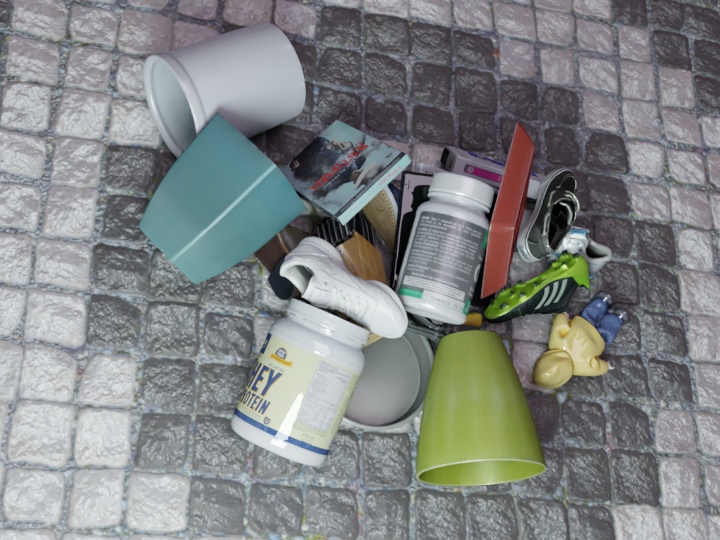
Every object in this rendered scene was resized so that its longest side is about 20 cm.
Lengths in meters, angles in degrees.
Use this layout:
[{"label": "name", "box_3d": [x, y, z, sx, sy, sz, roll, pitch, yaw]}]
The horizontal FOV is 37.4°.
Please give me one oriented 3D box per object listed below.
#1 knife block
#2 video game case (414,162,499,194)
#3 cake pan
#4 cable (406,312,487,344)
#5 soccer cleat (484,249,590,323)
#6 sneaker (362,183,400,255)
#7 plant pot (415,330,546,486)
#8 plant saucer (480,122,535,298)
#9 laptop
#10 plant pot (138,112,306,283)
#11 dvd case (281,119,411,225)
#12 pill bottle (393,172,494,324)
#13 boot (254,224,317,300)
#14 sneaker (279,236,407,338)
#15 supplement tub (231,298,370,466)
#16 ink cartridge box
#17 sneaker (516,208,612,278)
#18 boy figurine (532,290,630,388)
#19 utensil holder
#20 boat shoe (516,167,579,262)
[{"label": "knife block", "box_3d": [0.000, 0.000, 1.616, 0.201, 0.064, 0.175, 59, 23, 0]}, {"label": "video game case", "box_3d": [0.155, -0.077, 1.690, 0.199, 0.018, 0.144, 14, 80, -38]}, {"label": "cake pan", "box_3d": [0.015, 0.147, 1.606, 0.199, 0.037, 0.202, 7, 67, -15]}, {"label": "cable", "box_3d": [0.122, 0.101, 1.640, 0.199, 0.050, 0.098, 12, 76, -25]}, {"label": "soccer cleat", "box_3d": [0.287, 0.044, 1.693, 0.199, 0.067, 0.081, -30, 113, -18]}, {"label": "sneaker", "box_3d": [0.075, -0.095, 1.682, 0.108, 0.070, 0.201, -43, 111, -33]}, {"label": "plant pot", "box_3d": [0.166, 0.197, 1.549, 0.186, 0.187, 0.201, 3, 67, -16]}, {"label": "plant saucer", "box_3d": [0.225, -0.085, 1.604, 0.036, 0.200, 0.201, 13, 59, 10]}, {"label": "laptop", "box_3d": [0.139, -0.041, 1.659, 0.198, 0.116, 0.189, 7, 84, -10]}, {"label": "plant pot", "box_3d": [-0.212, -0.091, 1.551, 0.200, 0.141, 0.141, -45, 62, -6]}, {"label": "dvd case", "box_3d": [-0.031, -0.155, 1.633, 0.146, 0.022, 0.200, -43, 41, -10]}, {"label": "pill bottle", "box_3d": [0.124, -0.032, 1.539, 0.112, 0.113, 0.201, 17, 84, -10]}, {"label": "boot", "box_3d": [-0.108, -0.038, 1.642, 0.096, 0.075, 0.201, 4, 55, -43]}, {"label": "sneaker", "box_3d": [-0.027, 0.039, 1.482, 0.199, 0.075, 0.100, 35, 36, 12]}, {"label": "supplement tub", "box_3d": [-0.080, 0.154, 1.481, 0.144, 0.145, 0.201, 24, 86, -7]}, {"label": "ink cartridge box", "box_3d": [0.237, -0.159, 1.775, 0.199, 0.095, 0.037, 14, 105, -10]}, {"label": "sneaker", "box_3d": [0.328, -0.057, 1.747, 0.199, 0.087, 0.075, 25, 59, -18]}, {"label": "boy figurine", "box_3d": [0.354, 0.124, 1.710, 0.124, 0.064, 0.200, 45, 63, 4]}, {"label": "utensil holder", "box_3d": [-0.207, -0.279, 1.640, 0.199, 0.170, 0.171, -26, 78, -26]}, {"label": "boat shoe", "box_3d": [0.313, -0.091, 1.673, 0.071, 0.063, 0.201, 47, 51, -22]}]
